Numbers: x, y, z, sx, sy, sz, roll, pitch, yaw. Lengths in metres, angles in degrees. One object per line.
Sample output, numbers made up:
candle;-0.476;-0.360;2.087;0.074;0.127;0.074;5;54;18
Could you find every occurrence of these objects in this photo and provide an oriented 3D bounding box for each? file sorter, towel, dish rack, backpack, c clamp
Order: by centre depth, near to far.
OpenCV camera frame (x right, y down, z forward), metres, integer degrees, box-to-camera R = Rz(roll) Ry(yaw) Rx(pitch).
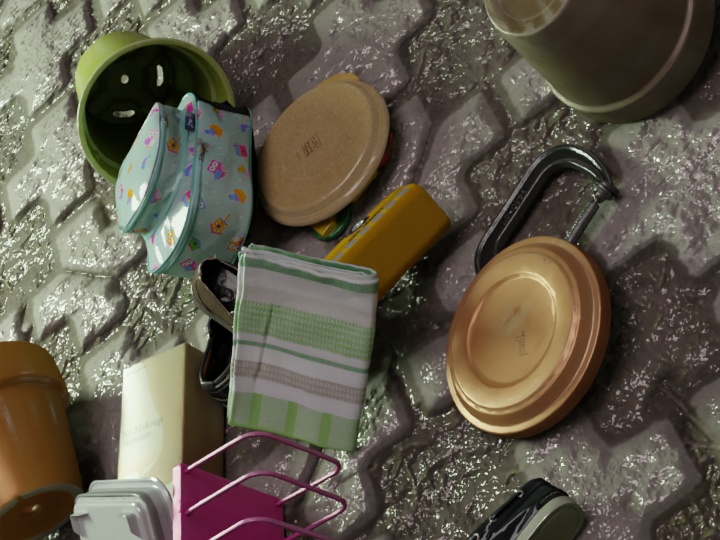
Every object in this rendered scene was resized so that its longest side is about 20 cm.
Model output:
file sorter;-0.089;0.275;1.440;0.125;0.139;0.200;-33;47;34
c clamp;0.194;-0.033;1.494;0.171;0.027;0.200;23;81;51
towel;-0.062;0.082;1.513;0.149;0.031;0.200;12;110;14
dish rack;-0.239;0.304;1.540;0.200;0.043;0.172;-13;92;56
backpack;-0.202;-0.090;1.755;0.176;0.153;0.200;-49;44;43

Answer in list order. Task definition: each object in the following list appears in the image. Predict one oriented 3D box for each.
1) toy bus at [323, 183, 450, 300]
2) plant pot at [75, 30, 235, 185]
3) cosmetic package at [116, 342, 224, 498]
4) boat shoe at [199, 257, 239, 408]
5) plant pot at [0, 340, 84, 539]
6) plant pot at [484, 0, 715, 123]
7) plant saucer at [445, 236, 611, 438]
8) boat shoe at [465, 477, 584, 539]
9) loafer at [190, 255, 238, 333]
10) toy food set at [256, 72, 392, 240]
toy bus;0.000;0.000;1.560;0.200;0.065;0.078;-45;12;-17
plant pot;-0.284;-0.222;1.912;0.200;0.200;0.184;-50;32;3
cosmetic package;-0.211;0.193;1.657;0.105;0.071;0.200;-25;51;27
boat shoe;-0.136;0.056;1.684;0.072;0.068;0.200;-15;53;39
plant pot;-0.416;0.215;1.747;0.200;0.200;0.183;-41;61;12
plant pot;0.220;-0.261;1.471;0.200;0.173;0.200;-12;72;43
plant saucer;0.154;0.061;1.432;0.200;0.032;0.201;-27;53;41
boat shoe;0.110;0.263;1.342;0.199;0.074;0.066;-48;42;5
loafer;-0.107;0.049;1.614;0.200;0.071;0.073;26;69;18
toy food set;-0.045;-0.135;1.738;0.198;0.049;0.200;-51;44;3
